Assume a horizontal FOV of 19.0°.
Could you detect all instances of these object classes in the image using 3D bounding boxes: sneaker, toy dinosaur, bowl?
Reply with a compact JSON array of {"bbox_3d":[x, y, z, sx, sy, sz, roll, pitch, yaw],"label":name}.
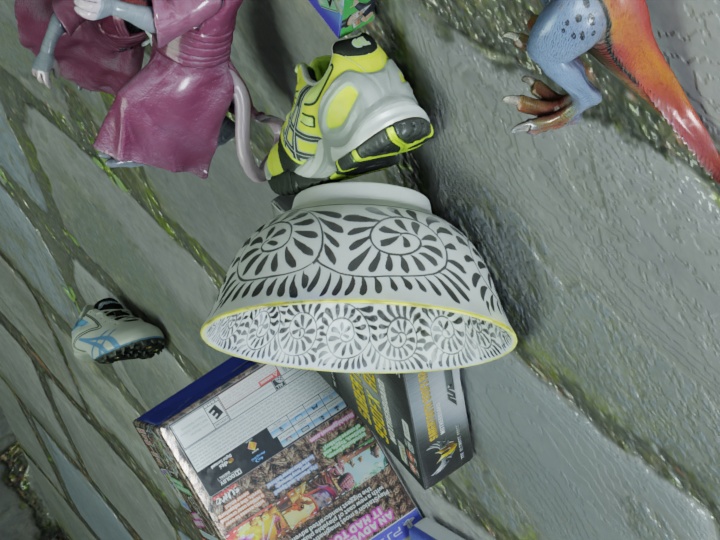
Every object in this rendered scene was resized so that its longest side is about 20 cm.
[{"bbox_3d":[-0.012,-0.097,1.362,0.200,0.075,0.076,-24,86,66],"label":"sneaker"},{"bbox_3d":[-0.273,0.066,2.384,0.200,0.072,0.073,-3,91,64],"label":"sneaker"},{"bbox_3d":[0.101,-0.156,0.970,0.200,0.105,0.182,18,141,4],"label":"toy dinosaur"},{"bbox_3d":[0.000,0.000,1.364,0.201,0.201,0.094,130,143,-73],"label":"bowl"}]

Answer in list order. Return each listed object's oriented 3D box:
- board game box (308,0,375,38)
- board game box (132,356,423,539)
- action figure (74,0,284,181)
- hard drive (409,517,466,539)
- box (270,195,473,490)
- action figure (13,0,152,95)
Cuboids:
[{"bbox_3d":[-0.055,-0.247,1.263,0.200,0.029,0.135,52,162,17],"label":"board game box"},{"bbox_3d":[-0.070,0.173,1.829,0.200,0.159,0.097,61,164,-9],"label":"board game box"},{"bbox_3d":[-0.111,-0.152,1.439,0.149,0.134,0.200,21,127,3],"label":"action figure"},{"bbox_3d":[0.117,0.282,1.730,0.200,0.025,0.132,22,141,63],"label":"hard drive"},{"bbox_3d":[0.010,0.045,1.568,0.158,0.048,0.200,45,159,34],"label":"box"},{"bbox_3d":[-0.181,-0.197,1.650,0.200,0.134,0.149,-10,69,59],"label":"action figure"}]
